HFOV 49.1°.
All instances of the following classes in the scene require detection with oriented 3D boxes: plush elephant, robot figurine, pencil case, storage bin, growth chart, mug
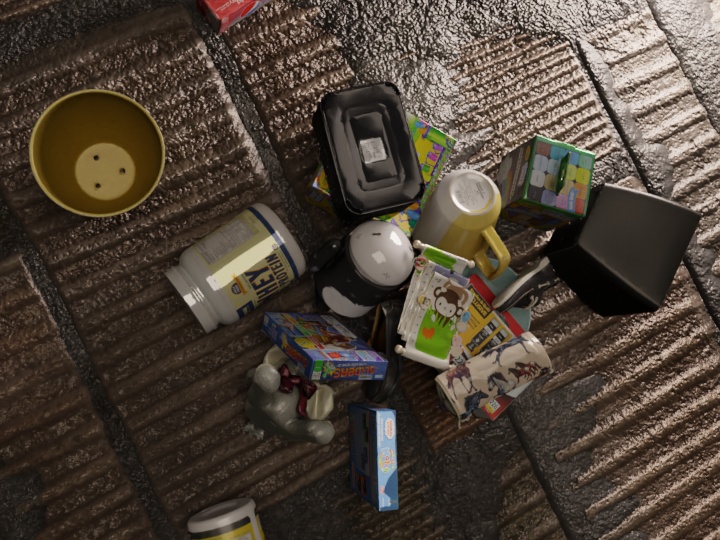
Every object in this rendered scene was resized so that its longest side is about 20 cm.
[{"bbox_3d":[-0.110,0.197,1.311,0.165,0.200,0.155,43,54,-7],"label":"plush elephant"},{"bbox_3d":[0.001,-0.001,1.325,0.125,0.200,0.150,54,41,7],"label":"robot figurine"},{"bbox_3d":[0.221,0.175,1.297,0.200,0.078,0.090,-25,106,-12],"label":"pencil case"},{"bbox_3d":[0.011,-0.190,1.280,0.135,0.094,0.201,-14,87,-13],"label":"storage bin"},{"bbox_3d":[0.127,0.062,1.294,0.144,0.018,0.201,12,89,-28],"label":"growth chart"},{"bbox_3d":[0.193,-0.093,1.384,0.186,0.153,0.150,26,66,3],"label":"mug"}]

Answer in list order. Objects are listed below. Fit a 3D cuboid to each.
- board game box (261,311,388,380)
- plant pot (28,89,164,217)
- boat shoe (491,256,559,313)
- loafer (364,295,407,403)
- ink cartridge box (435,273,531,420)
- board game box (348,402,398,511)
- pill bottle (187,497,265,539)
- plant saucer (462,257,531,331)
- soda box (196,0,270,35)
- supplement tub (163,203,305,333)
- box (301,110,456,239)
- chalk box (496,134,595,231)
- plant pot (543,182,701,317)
[{"bbox_3d":[-0.063,0.121,1.285,0.135,0.200,0.035,5,106,-30],"label":"board game box"},{"bbox_3d":[-0.419,-0.173,1.275,0.199,0.142,0.201,2,83,-14],"label":"plant pot"},{"bbox_3d":[0.298,0.037,1.402,0.060,0.074,0.200,55,37,2],"label":"boat shoe"},{"bbox_3d":[0.034,0.137,1.360,0.072,0.073,0.201,3,107,-38],"label":"loafer"},{"bbox_3d":[0.215,0.127,1.383,0.176,0.084,0.200,-42,94,-13],"label":"ink cartridge box"},{"bbox_3d":[0.018,0.300,1.299,0.036,0.200,0.152,0,85,-14],"label":"board game box"},{"bbox_3d":[-0.200,0.483,1.273,0.114,0.114,0.201,-16,87,-14],"label":"pill bottle"},{"bbox_3d":[0.215,0.076,1.452,0.200,0.039,0.202,1,84,-12],"label":"plant saucer"},{"bbox_3d":[-0.193,-0.509,1.404,0.200,0.063,0.070,-38,94,-15],"label":"soda box"},{"bbox_3d":[-0.207,-0.002,1.306,0.200,0.145,0.145,-36,93,-14],"label":"supplement tub"},{"bbox_3d":[0.030,-0.178,1.391,0.192,0.122,0.200,28,79,-9],"label":"box"},{"bbox_3d":[0.338,-0.158,1.421,0.123,0.200,0.125,15,81,-11],"label":"chalk box"},{"bbox_3d":[0.458,-0.048,1.439,0.177,0.200,0.200,30,79,-8],"label":"plant pot"}]
